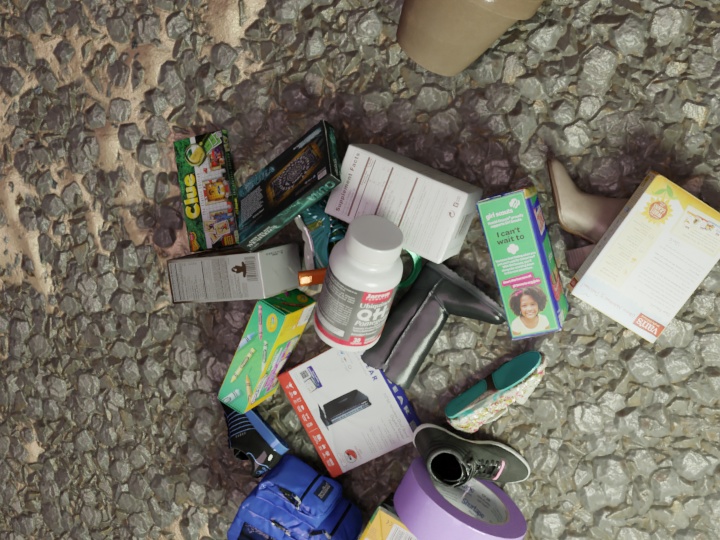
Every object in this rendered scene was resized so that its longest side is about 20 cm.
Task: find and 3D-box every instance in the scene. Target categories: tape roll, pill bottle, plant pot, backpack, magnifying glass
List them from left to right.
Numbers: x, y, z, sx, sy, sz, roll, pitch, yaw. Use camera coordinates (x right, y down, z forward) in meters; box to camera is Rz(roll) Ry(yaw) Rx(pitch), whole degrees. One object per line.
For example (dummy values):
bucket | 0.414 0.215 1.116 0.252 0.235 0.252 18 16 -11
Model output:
backpack | -0.099 0.430 1.345 0.200 0.163 0.168 32 123 10
pill bottle | 0.000 0.018 1.180 0.111 0.111 0.200 29 132 14
magnifying glass | 0.000 0.000 1.268 0.200 0.022 0.080 -9 109 -10
plant pot | 0.137 -0.381 1.127 0.200 0.200 0.175 43 129 9
tape roll | 0.153 0.372 1.223 0.200 0.200 0.066 29 103 14

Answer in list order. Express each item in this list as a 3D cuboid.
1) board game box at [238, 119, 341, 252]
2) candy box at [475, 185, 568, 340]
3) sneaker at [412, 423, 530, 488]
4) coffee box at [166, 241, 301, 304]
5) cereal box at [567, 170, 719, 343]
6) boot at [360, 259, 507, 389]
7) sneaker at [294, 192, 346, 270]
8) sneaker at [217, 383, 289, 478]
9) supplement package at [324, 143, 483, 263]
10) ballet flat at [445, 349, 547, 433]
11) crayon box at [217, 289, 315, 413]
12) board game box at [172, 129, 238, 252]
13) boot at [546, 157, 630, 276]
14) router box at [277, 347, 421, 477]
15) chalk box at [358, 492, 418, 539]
board game box | -0.115 -0.133 1.240 0.200 0.028 0.135 -34 42 26
candy box | 0.237 -0.018 1.144 0.077 0.169 0.200 -16 93 19
sneaker | 0.178 0.309 1.235 0.200 0.099 0.071 20 106 -8
coffee box | -0.213 0.005 1.340 0.200 0.114 0.080 -4 97 31
cereal box | 0.403 -0.017 1.095 0.144 0.040 0.200 32 106 -7
boot | 0.116 0.102 1.243 0.165 0.066 0.200 36 93 25
sneaker | -0.054 -0.073 1.290 0.080 0.077 0.200 4 112 52
sneaker | -0.207 0.275 1.379 0.078 0.070 0.200 -47 47 -6
supplement package | 0.068 -0.108 1.223 0.200 0.117 0.117 25 107 16
ballet flat | 0.223 0.194 1.251 0.200 0.076 0.064 -36 116 27
crayon box | -0.159 0.134 1.351 0.058 0.119 0.200 30 108 14
board game box | -0.267 -0.138 1.390 0.105 0.023 0.200 -10 90 24
boot | 0.361 -0.080 1.147 0.146 0.070 0.200 -12 96 16
router box | -0.018 0.226 1.350 0.179 0.049 0.200 -31 87 23
chalk box | 0.066 0.448 1.274 0.125 0.200 0.124 29 88 13
